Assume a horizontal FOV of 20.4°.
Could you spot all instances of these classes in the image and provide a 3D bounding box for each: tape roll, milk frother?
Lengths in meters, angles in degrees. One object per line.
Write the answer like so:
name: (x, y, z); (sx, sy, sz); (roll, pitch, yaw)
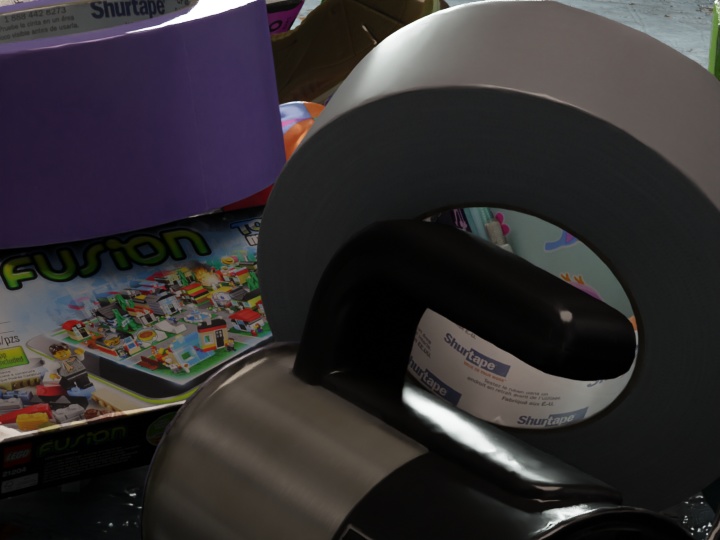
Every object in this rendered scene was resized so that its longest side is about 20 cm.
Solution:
tape roll: (-0.137, -0.075, 0.924); (0.198, 0.086, 0.200); (-6, 14, 2)
milk frother: (0.061, 0.095, 0.708); (0.199, 0.181, 0.188); (30, -3, -38)
tape roll: (0.064, 0.001, 0.758); (0.199, 0.201, 0.066); (8, 38, 18)

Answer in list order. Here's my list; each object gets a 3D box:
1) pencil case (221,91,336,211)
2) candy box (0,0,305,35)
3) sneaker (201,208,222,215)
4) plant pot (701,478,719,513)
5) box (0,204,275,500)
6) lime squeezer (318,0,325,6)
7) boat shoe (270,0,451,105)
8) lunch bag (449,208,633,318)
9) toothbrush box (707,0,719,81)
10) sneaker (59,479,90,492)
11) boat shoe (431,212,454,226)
pencil case: (0.000, 0.000, 0.984); (0.088, 0.089, 0.200); (-7, 45, -29)
candy box: (-0.145, -0.118, 1.152); (0.199, 0.137, 0.061); (-16, 64, -34)
sneaker: (-0.098, -0.021, 1.111); (0.075, 0.116, 0.200); (2, 16, -1)
plant pot: (0.206, 0.039, 0.855); (0.134, 0.201, 0.200); (-21, 6, 23)
box: (-0.081, 0.028, 0.853); (0.199, 0.035, 0.110); (-11, 46, -26)
lime squeezer: (-0.068, -0.078, 1.194); (0.038, 0.200, 0.071); (47, 7, 13)
boat shoe: (-0.029, -0.098, 1.113); (0.200, 0.072, 0.066); (-27, -39, 28)
lunch bag: (0.101, -0.016, 1.016); (0.077, 0.161, 0.200); (-19, 2, 12)
toothbrush box: (0.250, -0.034, 1.043); (0.144, 0.201, 0.086); (4, 17, 7)
sneaker: (-0.141, 0.023, 0.952); (0.074, 0.082, 0.200); (9, 30, -7)
boat shoe: (0.018, -0.054, 1.134); (0.063, 0.073, 0.200); (31, 9, -22)
